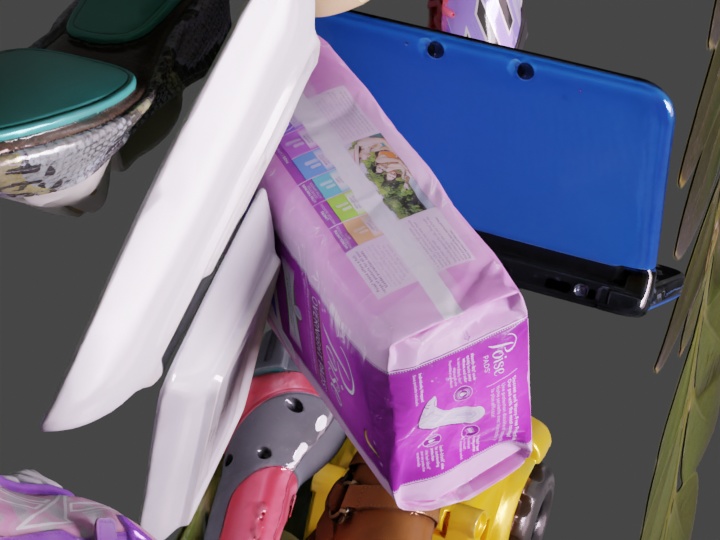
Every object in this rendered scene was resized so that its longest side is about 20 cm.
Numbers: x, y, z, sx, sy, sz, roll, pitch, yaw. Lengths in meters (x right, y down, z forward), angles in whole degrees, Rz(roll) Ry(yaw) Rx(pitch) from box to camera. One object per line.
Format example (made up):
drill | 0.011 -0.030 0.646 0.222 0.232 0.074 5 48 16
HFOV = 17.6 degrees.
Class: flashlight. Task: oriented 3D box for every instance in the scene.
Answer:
flashlight | -0.044 0.121 1.128 0.068 0.068 0.201 101 0 -46

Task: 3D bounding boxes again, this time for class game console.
game console | 0.067 -0.058 1.171 0.171 0.199 0.119 -14 118 -71

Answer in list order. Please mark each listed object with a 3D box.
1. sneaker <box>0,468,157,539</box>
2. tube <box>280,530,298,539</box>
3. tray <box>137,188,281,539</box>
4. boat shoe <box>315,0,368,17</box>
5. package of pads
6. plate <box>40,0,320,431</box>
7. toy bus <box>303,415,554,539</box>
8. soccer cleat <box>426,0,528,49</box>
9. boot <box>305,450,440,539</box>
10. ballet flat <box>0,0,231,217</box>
sneaker | -0.129 0.115 0.885 0.200 0.088 0.081 19 88 -72
tube | -0.084 0.178 1.161 0.052 0.058 0.200 -37 172 23
tray | -0.067 0.054 1.056 0.200 0.022 0.108 107 7 -61
boat shoe | 0.016 -0.175 1.141 0.200 0.073 0.069 -33 139 -52
package of pads | 0.000 0.000 1.041 0.075 0.200 0.121 -23 139 -15
plate | -0.062 -0.028 0.916 0.201 0.032 0.200 -63 -177 0
toy bus | 0.019 0.187 1.326 0.192 0.135 0.201 -51 153 -63
soccer cleat | 0.063 -0.178 1.315 0.073 0.068 0.201 16 94 -50
boot | 0.013 0.136 1.134 0.155 0.073 0.200 -67 -163 -7
ballet flat | -0.099 -0.059 0.853 0.200 0.072 0.072 -51 152 -54
